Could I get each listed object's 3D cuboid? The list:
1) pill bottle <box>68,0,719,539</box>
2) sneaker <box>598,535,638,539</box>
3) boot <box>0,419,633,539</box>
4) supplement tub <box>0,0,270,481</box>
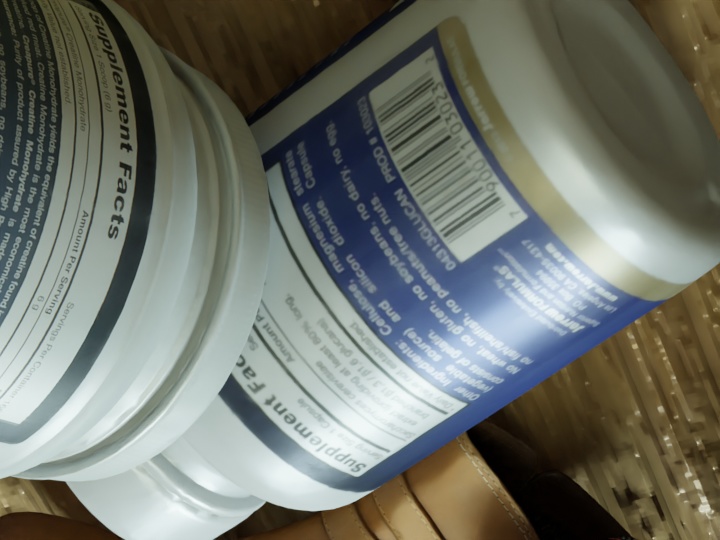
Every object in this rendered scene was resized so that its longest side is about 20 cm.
[{"bbox_3d":[0.000,0.000,0.779,0.200,0.111,0.111,-34,116,25],"label":"pill bottle"},{"bbox_3d":[0.096,0.173,0.847,0.075,0.078,0.201,8,123,51],"label":"sneaker"},{"bbox_3d":[-0.017,0.102,0.879,0.200,0.077,0.155,34,123,-21],"label":"boot"},{"bbox_3d":[-0.131,-0.024,0.675,0.140,0.141,0.200,-34,148,25],"label":"supplement tub"}]
